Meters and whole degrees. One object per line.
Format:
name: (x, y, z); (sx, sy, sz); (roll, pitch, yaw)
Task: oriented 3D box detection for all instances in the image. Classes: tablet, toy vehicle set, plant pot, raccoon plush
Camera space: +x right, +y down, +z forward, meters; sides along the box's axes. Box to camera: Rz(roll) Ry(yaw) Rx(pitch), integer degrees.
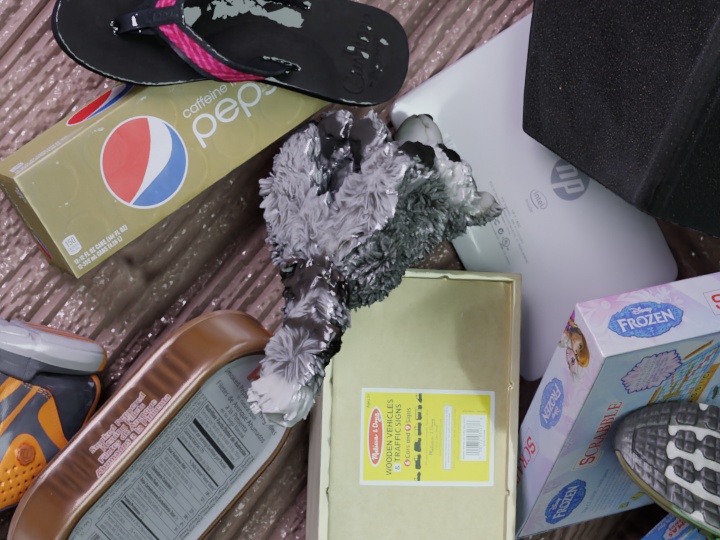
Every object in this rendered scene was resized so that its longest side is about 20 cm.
tablet: (0.110, -0.047, 1.272); (0.130, 0.014, 0.201); (-33, 109, -16)
toy vehicle set: (0.032, 0.099, 1.225); (0.123, 0.026, 0.202); (4, 86, -17)
plant pot: (0.211, -0.121, 1.201); (0.198, 0.200, 0.179); (14, 106, -36)
raccoon plush: (0.000, 0.000, 1.168); (0.134, 0.096, 0.201); (33, 83, -56)

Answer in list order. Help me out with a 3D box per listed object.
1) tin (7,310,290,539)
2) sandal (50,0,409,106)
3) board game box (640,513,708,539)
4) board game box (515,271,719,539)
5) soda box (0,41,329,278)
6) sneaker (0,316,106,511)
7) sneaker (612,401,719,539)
tin: (-0.112, 0.112, 1.155); (0.200, 0.042, 0.112); (-48, 148, -12)
sandal: (-0.064, -0.131, 1.098); (0.198, 0.045, 0.076); (7, 87, -17)
board game box: (0.221, 0.228, 1.313); (0.200, 0.037, 0.151); (-44, 113, 11)
board game box: (0.196, 0.074, 1.243); (0.198, 0.041, 0.201); (-11, 146, -22)
soda box: (-0.102, -0.082, 1.147); (0.199, 0.064, 0.068); (-36, 108, -15)
sneaker: (-0.236, 0.074, 1.104); (0.198, 0.077, 0.113); (14, 91, -24)
sneaker: (0.222, 0.146, 1.215); (0.199, 0.089, 0.077); (27, 55, -17)
